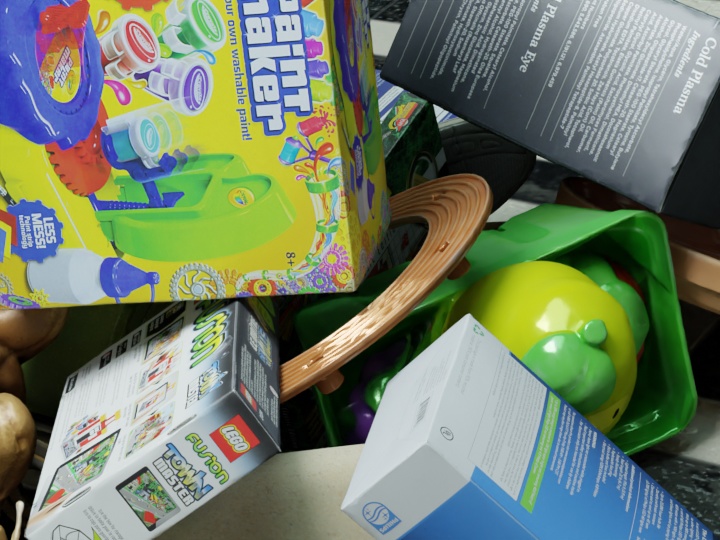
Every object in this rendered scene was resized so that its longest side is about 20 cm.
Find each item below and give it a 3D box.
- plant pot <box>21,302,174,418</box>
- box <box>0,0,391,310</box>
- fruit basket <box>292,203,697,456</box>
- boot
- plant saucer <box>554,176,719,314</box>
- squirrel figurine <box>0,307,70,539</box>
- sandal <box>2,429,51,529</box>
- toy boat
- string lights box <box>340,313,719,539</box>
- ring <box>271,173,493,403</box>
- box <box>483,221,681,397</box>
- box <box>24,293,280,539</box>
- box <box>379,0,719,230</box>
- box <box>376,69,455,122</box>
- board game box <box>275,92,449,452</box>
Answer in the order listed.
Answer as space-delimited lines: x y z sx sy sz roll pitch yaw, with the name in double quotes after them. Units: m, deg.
-0.151 0.007 1.254 0.190 0.201 0.200 22 41 40 "plant pot"
-0.095 -0.098 1.077 0.192 0.201 0.122 -4 17 10 "box"
0.080 0.055 1.137 0.215 0.156 0.216 -11 27 6 "fruit basket"
0.000 -0.065 1.441 0.203 0.074 0.154 -28 28 2 "boot"
0.201 -0.003 1.273 0.200 0.032 0.200 18 10 -3 "plant saucer"
-0.222 0.127 1.117 0.141 0.200 0.187 7 50 -37 "squirrel figurine"
-0.166 0.114 1.208 0.082 0.055 0.200 10 -5 -44 "sandal"
-0.016 0.155 1.048 0.199 0.131 0.131 -3 -20 -27 "toy boat"
0.092 0.123 0.994 0.059 0.200 0.103 -41 13 30 "string lights box"
-0.016 0.020 1.110 0.200 0.019 0.201 -33 16 11 "ring"
0.106 0.026 1.333 0.163 0.021 0.200 -2 29 11 "box"
-0.089 0.064 1.032 0.110 0.035 0.200 -34 14 8 "box"
0.144 -0.103 1.250 0.182 0.104 0.200 27 9 28 "box"
0.014 -0.098 1.567 0.199 0.033 0.121 10 33 27 "box"
0.000 0.000 1.286 0.023 0.105 0.200 7 44 30 "board game box"
